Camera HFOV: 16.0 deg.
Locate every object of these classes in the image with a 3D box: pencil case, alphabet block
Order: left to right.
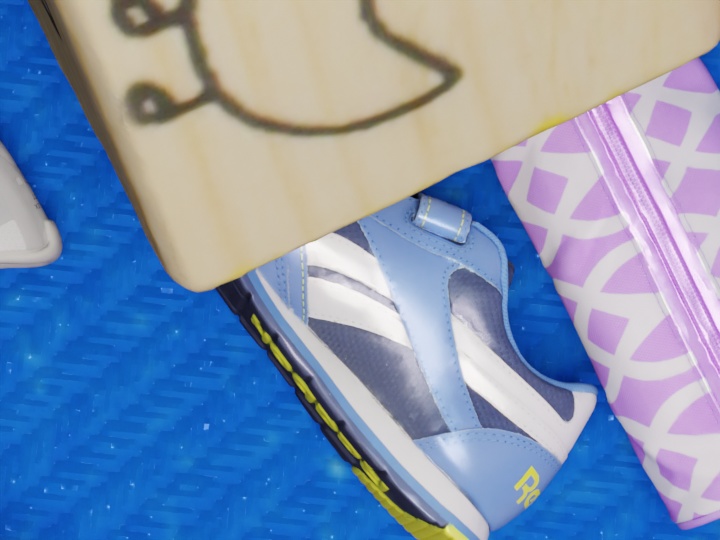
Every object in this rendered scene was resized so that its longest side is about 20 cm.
[{"bbox_3d":[-0.026,-0.153,0.752,0.194,0.201,0.197,-25,46,-4],"label":"alphabet block"},{"bbox_3d":[0.100,-0.012,0.851,0.084,0.085,0.201,-28,89,-5],"label":"pencil case"}]

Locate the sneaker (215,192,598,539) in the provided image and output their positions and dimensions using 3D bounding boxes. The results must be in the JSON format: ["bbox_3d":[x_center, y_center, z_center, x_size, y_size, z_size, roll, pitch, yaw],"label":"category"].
[{"bbox_3d":[0.000,0.000,0.855,0.082,0.074,0.200,-38,94,-9],"label":"sneaker"}]

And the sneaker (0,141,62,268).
[{"bbox_3d":[-0.182,0.030,0.844,0.200,0.075,0.087,-41,94,-4],"label":"sneaker"}]
